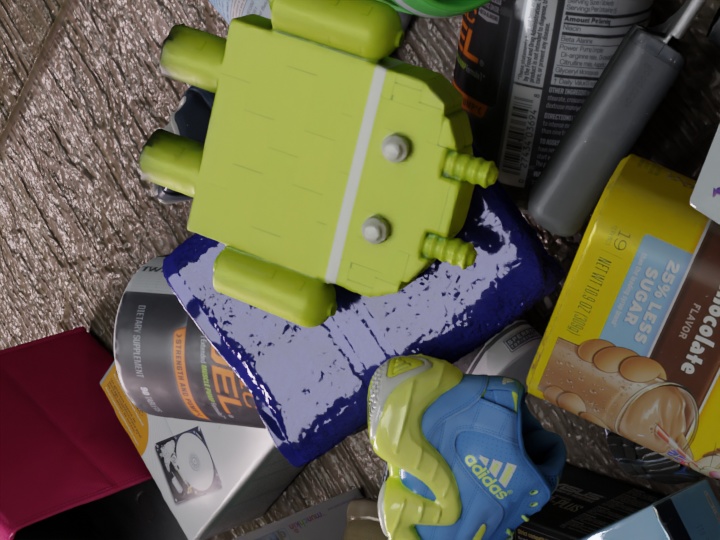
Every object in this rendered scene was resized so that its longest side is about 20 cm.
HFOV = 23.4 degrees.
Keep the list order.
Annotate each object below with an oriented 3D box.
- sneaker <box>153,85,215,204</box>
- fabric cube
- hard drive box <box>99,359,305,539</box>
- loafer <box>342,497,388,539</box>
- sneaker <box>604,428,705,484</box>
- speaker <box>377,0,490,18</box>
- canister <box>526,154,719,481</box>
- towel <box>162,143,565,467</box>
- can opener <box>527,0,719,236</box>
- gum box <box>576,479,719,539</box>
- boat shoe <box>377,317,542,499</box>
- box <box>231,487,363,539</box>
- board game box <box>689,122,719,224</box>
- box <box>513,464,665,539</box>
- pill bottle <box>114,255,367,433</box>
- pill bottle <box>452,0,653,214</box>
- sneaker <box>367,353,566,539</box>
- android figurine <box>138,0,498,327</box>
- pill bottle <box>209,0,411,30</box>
[{"bbox_3d":[-0.057,-0.040,1.161,0.203,0.145,0.077,68,153,9],"label":"sneaker"},{"bbox_3d":[-0.268,0.197,1.444,0.199,0.199,0.197,40,130,34],"label":"fabric cube"},{"bbox_3d":[-0.098,0.085,1.310,0.156,0.077,0.200,56,136,19],"label":"hard drive box"},{"bbox_3d":[0.026,0.229,1.162,0.076,0.068,0.201,7,142,32],"label":"loafer"},{"bbox_3d":[0.177,0.032,0.990,0.075,0.079,0.201,3,117,16],"label":"sneaker"},{"bbox_3d":[0.013,-0.188,0.959,0.200,0.088,0.089,-149,53,-63],"label":"speaker"},{"bbox_3d":[0.199,0.042,0.886,0.199,0.087,0.149,24,125,10],"label":"canister"},{"bbox_3d":[0.000,0.000,0.986,0.200,0.050,0.148,-36,87,22],"label":"towel"},{"bbox_3d":[0.165,-0.100,0.916,0.067,0.053,0.201,31,104,-1],"label":"can opener"},{"bbox_3d":[0.155,0.223,0.940,0.171,0.044,0.200,64,146,11],"label":"gum box"},{"bbox_3d":[0.050,0.097,1.148,0.068,0.071,0.201,46,130,26],"label":"boat shoe"},{"bbox_3d":[-0.075,0.247,1.240,0.112,0.199,0.102,-41,72,45],"label":"box"},{"bbox_3d":[0.276,-0.016,0.798,0.200,0.147,0.065,38,126,34],"label":"board game box"},{"bbox_3d":[0.140,0.219,1.074,0.199,0.086,0.165,12,112,46],"label":"box"},{"bbox_3d":[-0.048,0.047,1.102,0.199,0.106,0.107,3,105,29],"label":"pill bottle"},{"bbox_3d":[0.110,-0.141,0.977,0.106,0.106,0.201,30,123,39],"label":"pill bottle"},{"bbox_3d":[0.063,0.139,0.961,0.104,0.076,0.201,-1,122,12],"label":"sneaker"},{"bbox_3d":[-0.023,-0.060,0.932,0.199,0.041,0.183,22,110,17],"label":"android figurine"},{"bbox_3d":[-0.061,-0.216,1.145,0.200,0.108,0.109,51,134,24],"label":"pill bottle"}]
